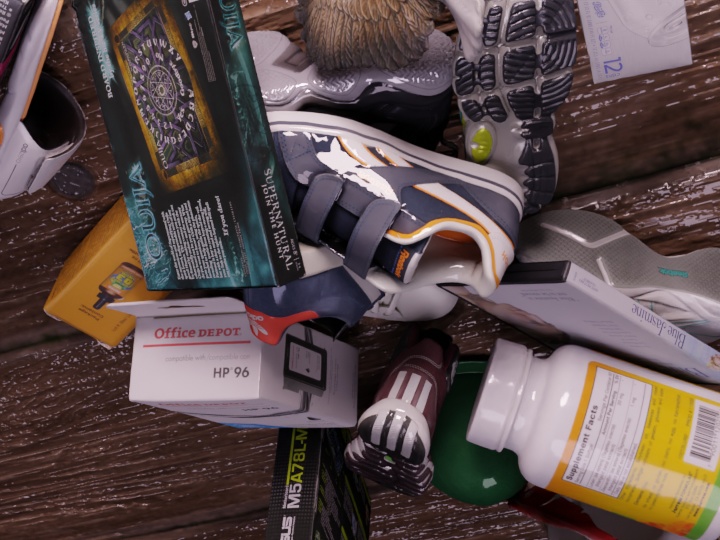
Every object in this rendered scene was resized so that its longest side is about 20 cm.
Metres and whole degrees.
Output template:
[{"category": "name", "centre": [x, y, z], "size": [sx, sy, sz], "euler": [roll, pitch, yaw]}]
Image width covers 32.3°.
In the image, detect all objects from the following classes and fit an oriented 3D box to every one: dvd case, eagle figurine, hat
[{"category": "dvd case", "centre": [0.171, 0.042, 0.934], "size": [0.199, 0.018, 0.142], "euler": [28, 162, -31]}, {"category": "eagle figurine", "centre": [0.022, -0.189, 0.689], "size": [0.198, 0.153, 0.151], "euler": [8, 179, 21]}, {"category": "hat", "centre": [0.100, 0.189, 1.035], "size": [0.165, 0.177, 0.200], "euler": [27, 130, -21]}]

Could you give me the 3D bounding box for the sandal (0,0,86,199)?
[{"category": "sandal", "centre": [-0.213, -0.104, 0.838], "size": [0.059, 0.080, 0.207], "euler": [19, 137, -16]}]

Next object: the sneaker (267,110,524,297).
[{"category": "sneaker", "centre": [0.006, -0.040, 0.787], "size": [0.198, 0.080, 0.079], "euler": [13, 147, -2]}]

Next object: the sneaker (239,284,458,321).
[{"category": "sneaker", "centre": [-0.019, 0.014, 0.938], "size": [0.198, 0.085, 0.073], "euler": [13, 125, -10]}]

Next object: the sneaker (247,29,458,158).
[{"category": "sneaker", "centre": [-0.029, -0.098, 0.839], "size": [0.198, 0.076, 0.114], "euler": [-4, 134, 8]}]

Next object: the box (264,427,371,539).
[{"category": "box", "centre": [-0.032, 0.222, 1.068], "size": [0.047, 0.194, 0.201], "euler": [-7, 134, 9]}]

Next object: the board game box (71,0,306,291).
[{"category": "board game box", "centre": [-0.111, -0.087, 0.786], "size": [0.135, 0.028, 0.202], "euler": [-2, 105, 44]}]

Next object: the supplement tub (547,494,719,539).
[{"category": "supplement tub", "centre": [0.271, 0.262, 1.116], "size": [0.144, 0.145, 0.200], "euler": [-24, 128, 25]}]

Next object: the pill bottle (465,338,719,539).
[{"category": "pill bottle", "centre": [0.186, 0.122, 0.944], "size": [0.198, 0.111, 0.112], "euler": [18, 134, 5]}]

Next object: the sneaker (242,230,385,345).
[{"category": "sneaker", "centre": [0.000, 0.000, 0.878], "size": [0.199, 0.075, 0.085], "euler": [-13, 120, -33]}]

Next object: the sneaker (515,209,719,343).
[{"category": "sneaker", "centre": [0.202, 0.015, 0.936], "size": [0.198, 0.071, 0.080], "euler": [16, 141, -9]}]

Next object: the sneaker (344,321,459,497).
[{"category": "sneaker", "centre": [0.044, 0.109, 1.007], "size": [0.075, 0.116, 0.200], "euler": [24, 159, 3]}]

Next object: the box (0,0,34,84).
[{"category": "box", "centre": [-0.271, -0.147, 0.777], "size": [0.105, 0.123, 0.200], "euler": [23, 132, -18]}]

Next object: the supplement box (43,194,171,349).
[{"category": "supplement box", "centre": [-0.156, -0.025, 0.927], "size": [0.066, 0.069, 0.200], "euler": [33, 126, -24]}]

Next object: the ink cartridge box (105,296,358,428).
[{"category": "ink cartridge box", "centre": [-0.094, 0.074, 0.943], "size": [0.115, 0.069, 0.200], "euler": [-5, 164, 26]}]

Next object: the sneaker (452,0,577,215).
[{"category": "sneaker", "centre": [0.090, -0.123, 0.802], "size": [0.077, 0.080, 0.201], "euler": [-5, 138, -5]}]

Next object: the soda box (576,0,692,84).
[{"category": "soda box", "centre": [0.148, -0.211, 0.722], "size": [0.063, 0.069, 0.201], "euler": [-10, 132, 13]}]
